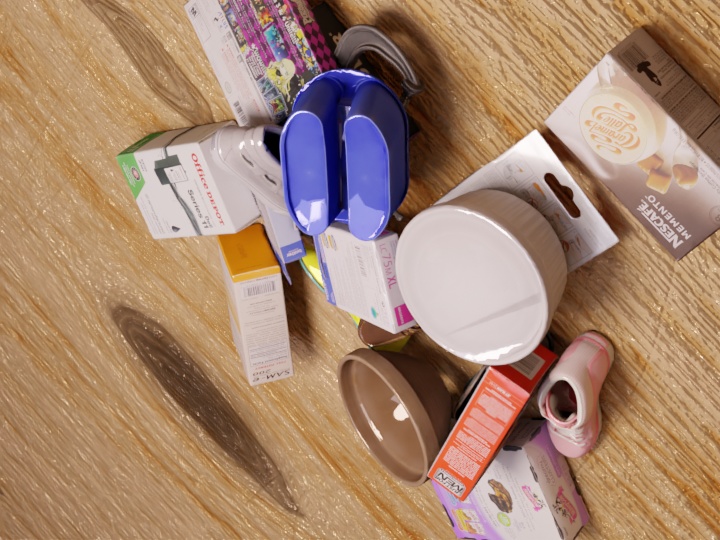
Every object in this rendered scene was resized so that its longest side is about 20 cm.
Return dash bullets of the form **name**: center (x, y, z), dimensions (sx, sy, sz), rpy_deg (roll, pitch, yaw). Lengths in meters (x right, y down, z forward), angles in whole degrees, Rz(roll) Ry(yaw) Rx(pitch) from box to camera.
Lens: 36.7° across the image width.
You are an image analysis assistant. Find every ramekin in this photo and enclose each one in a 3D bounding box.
- **ramekin**: center (0.146, 0.001, 1.254), dimensions (0.201, 0.094, 0.204), rpy_deg (20, 128, 28)

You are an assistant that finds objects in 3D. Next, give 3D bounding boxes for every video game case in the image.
- **video game case**: center (-0.122, -0.279, 1.330), dimensions (0.181, 0.036, 0.201), rpy_deg (-27, 89, 48)

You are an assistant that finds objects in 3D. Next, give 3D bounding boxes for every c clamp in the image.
- **c clamp**: center (0.019, -0.184, 1.287), dimensions (0.170, 0.027, 0.201), rpy_deg (38, 133, 18)

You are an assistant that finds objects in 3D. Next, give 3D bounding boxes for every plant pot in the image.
- **plant pot**: center (0.061, 0.185, 1.482), dimensions (0.201, 0.092, 0.202), rpy_deg (44, 149, 35)

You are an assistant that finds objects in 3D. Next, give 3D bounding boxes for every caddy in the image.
- **caddy**: center (-0.016, -0.131, 1.257), dimensions (0.140, 0.105, 0.201), rpy_deg (7, 124, 13)

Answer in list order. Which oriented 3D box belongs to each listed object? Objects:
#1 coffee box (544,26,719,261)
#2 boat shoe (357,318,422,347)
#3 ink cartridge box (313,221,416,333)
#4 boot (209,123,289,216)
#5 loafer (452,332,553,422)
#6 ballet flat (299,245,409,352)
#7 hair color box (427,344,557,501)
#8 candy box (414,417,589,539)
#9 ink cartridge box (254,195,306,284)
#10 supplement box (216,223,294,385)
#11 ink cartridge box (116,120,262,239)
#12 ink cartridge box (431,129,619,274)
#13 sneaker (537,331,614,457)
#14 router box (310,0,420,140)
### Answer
- **coffee box**: center (0.301, -0.127, 1.095), dimensions (0.200, 0.080, 0.114), rpy_deg (48, 140, 4)
- **boat shoe**: center (0.063, 0.048, 1.422), dimensions (0.200, 0.068, 0.072), rpy_deg (-34, 99, 36)
- **ink cartridge box**: center (0.000, 0.000, 1.389), dimensions (0.200, 0.042, 0.120), rpy_deg (17, 124, 61)
- **boot**: center (-0.091, -0.123, 1.362), dimensions (0.095, 0.074, 0.199), rpy_deg (0, 162, 38)
- **loafer**: center (0.184, 0.143, 1.416), dimensions (0.072, 0.063, 0.200), rpy_deg (43, 139, 9)
- **ballet flat**: center (-0.001, 0.033, 1.515), dimensions (0.067, 0.067, 0.200), rpy_deg (-35, 96, 28)
- **hair color box**: center (0.163, 0.182, 1.349), dimensions (0.061, 0.101, 0.201), rpy_deg (34, 127, 13)
- **candy box**: center (0.195, 0.292, 1.510), dimensions (0.199, 0.071, 0.169), rpy_deg (-7, 114, 46)
- **ink cartridge box**: center (-0.120, -0.093, 1.496), dimensions (0.119, 0.042, 0.202), rpy_deg (-127, 21, -64)
- **supplement box**: center (-0.155, 0.051, 1.611), dimensions (0.126, 0.073, 0.201), rpy_deg (-120, 21, -53)
- **ink cartridge box**: center (-0.246, -0.130, 1.593), dimensions (0.199, 0.083, 0.148), rpy_deg (-3, 117, 43)
- **ink cartridge box**: center (0.193, -0.060, 1.279), dimensions (0.161, 0.047, 0.200), rpy_deg (52, 134, -1)
- **sneaker**: center (0.255, 0.177, 1.346), dimensions (0.075, 0.105, 0.201), rpy_deg (25, 134, 24)
- **router box**: center (-0.038, -0.211, 1.366), dimensions (0.201, 0.051, 0.149), rpy_deg (53, 138, -3)
